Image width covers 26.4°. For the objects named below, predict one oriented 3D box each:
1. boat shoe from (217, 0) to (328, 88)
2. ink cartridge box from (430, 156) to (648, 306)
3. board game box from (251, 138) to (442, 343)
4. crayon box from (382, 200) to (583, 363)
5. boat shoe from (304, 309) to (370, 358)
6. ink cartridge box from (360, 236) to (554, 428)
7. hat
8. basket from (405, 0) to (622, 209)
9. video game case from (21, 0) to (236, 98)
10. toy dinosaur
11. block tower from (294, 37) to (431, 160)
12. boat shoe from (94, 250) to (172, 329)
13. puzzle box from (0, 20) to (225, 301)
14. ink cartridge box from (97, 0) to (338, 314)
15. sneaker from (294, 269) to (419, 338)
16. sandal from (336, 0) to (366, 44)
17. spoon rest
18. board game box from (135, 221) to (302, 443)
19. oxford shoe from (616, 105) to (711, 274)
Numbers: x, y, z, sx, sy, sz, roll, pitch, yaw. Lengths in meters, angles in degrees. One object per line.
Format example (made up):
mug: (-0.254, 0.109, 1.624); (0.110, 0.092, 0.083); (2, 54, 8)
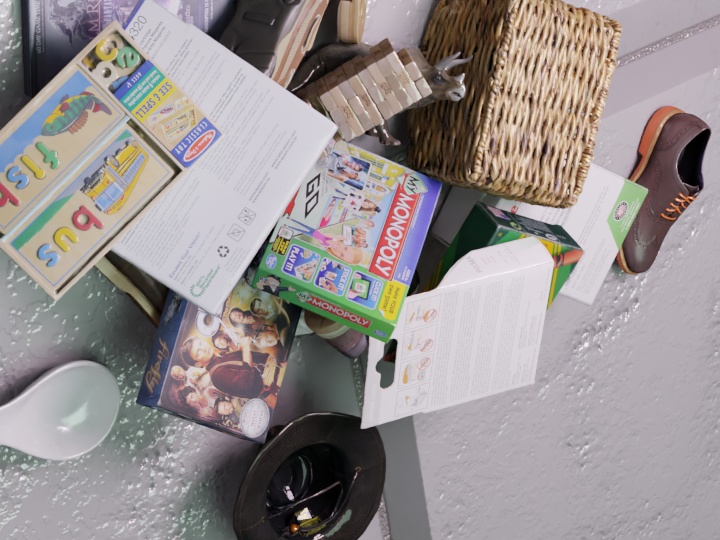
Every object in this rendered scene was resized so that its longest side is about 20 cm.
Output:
boat shoe: (-0.073, -0.230, 1.390); (0.200, 0.076, 0.074); (-61, 157, -15)
ink cartridge box: (0.193, -0.063, 1.645); (0.200, 0.084, 0.146); (21, 99, -39)
board game box: (-0.009, -0.035, 1.426); (0.134, 0.200, 0.029); (22, 136, -3)
crayon box: (0.125, 0.036, 1.571); (0.127, 0.051, 0.200); (13, 117, -38)
boat shoe: (0.000, 0.000, 1.482); (0.065, 0.072, 0.200); (59, 33, -35)
ink cartridge box: (0.087, 0.062, 1.501); (0.200, 0.050, 0.161); (-12, 130, -21)
hat: (-0.065, 0.212, 1.586); (0.200, 0.081, 0.201); (-18, 127, -25)
basket: (0.145, -0.173, 1.521); (0.149, 0.143, 0.201); (10, 94, -35)
video game case: (-0.198, -0.231, 1.333); (0.200, 0.019, 0.143); (-12, 116, -33)
toy dinosaur: (-0.002, -0.179, 1.472); (0.199, 0.077, 0.103); (10, 102, -6)
block tower: (-0.036, -0.141, 1.415); (0.200, 0.058, 0.054); (-31, 112, 6)
boat shoe: (-0.182, 0.013, 1.416); (0.070, 0.070, 0.200); (-43, 129, -7)
puzzle box: (-0.226, -0.089, 1.261); (0.200, 0.025, 0.133); (-45, 101, -2)
ink cartridge box: (-0.154, -0.097, 1.305); (0.200, 0.043, 0.197); (34, 90, -9)
sneaker: (-0.024, 0.015, 1.533); (0.200, 0.074, 0.080); (-9, 110, -33)
sandal: (0.019, -0.290, 1.376); (0.212, 0.069, 0.078); (93, 8, -49)
spoon rest: (-0.307, 0.129, 1.385); (0.200, 0.061, 0.100); (0, 110, -35)
board game box: (-0.119, 0.045, 1.412); (0.135, 0.035, 0.201); (25, 76, -42)
oxford shoe: (0.346, -0.084, 1.756); (0.071, 0.072, 0.201); (0, 110, -37)
